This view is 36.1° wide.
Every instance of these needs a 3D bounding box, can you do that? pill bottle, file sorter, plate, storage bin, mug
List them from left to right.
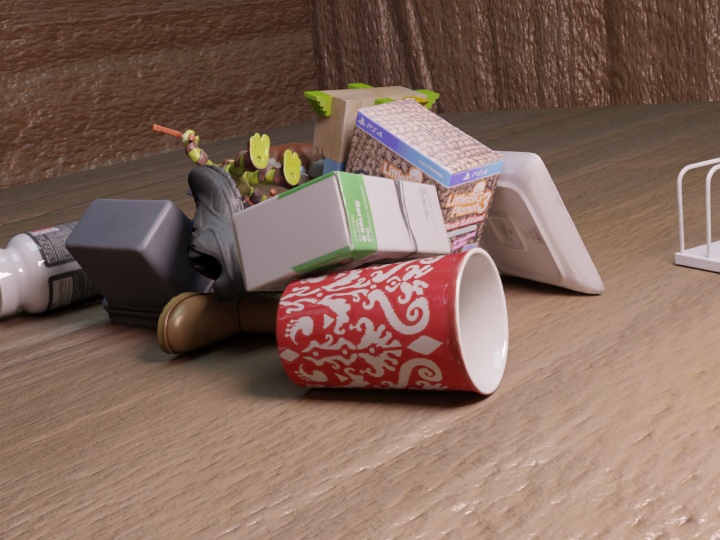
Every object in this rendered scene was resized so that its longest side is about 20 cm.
[{"bbox_3d":[-0.443,-0.005,1.601,0.198,0.118,0.115,-16,16,-37],"label":"pill bottle"},{"bbox_3d":[-0.272,-0.026,1.425,0.197,0.135,0.147,5,54,37],"label":"storage bin"},{"bbox_3d":[0.038,0.058,1.083,0.197,0.136,0.177,-6,-9,26],"label":"mug"},{"bbox_3d":[0.186,-0.056,1.345,0.032,0.201,0.199,-40,25,-20],"label":"plate"},{"bbox_3d":[0.495,-0.069,1.332,0.137,0.127,0.199,-13,13,-26],"label":"file sorter"}]

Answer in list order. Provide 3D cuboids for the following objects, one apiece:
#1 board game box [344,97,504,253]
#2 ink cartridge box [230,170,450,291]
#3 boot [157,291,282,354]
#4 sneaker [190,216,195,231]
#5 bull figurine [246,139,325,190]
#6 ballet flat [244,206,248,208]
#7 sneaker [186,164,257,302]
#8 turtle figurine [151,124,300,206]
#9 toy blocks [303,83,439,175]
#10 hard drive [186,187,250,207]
[{"bbox_3d":[0.061,-0.075,1.324,0.096,0.203,0.159,-18,43,-41],"label":"board game box"},{"bbox_3d":[-0.016,-0.037,1.170,0.144,0.086,0.199,-21,-12,33],"label":"ink cartridge box"},{"bbox_3d":[-0.110,0.054,1.277,0.197,0.067,0.175,1,16,29],"label":"boot"},{"bbox_3d":[-0.117,-0.057,1.397,0.197,0.076,0.088,4,-31,-38],"label":"sneaker"},{"bbox_3d":[-0.065,-0.131,1.484,0.197,0.066,0.122,-6,35,-24],"label":"bull figurine"},{"bbox_3d":[-0.121,-0.043,1.504,0.198,0.068,0.073,25,27,-14],"label":"ballet flat"},{"bbox_3d":[-0.169,-0.046,1.290,0.090,0.077,0.201,-22,53,-15],"label":"sneaker"},{"bbox_3d":[-0.160,-0.124,1.378,0.160,0.199,0.065,-11,47,48],"label":"turtle figurine"},{"bbox_3d":[0.009,-0.156,1.398,0.099,0.139,0.198,25,25,38],"label":"toy blocks"},{"bbox_3d":[-0.171,-0.097,1.783,0.197,0.043,0.135,24,4,6],"label":"hard drive"}]
